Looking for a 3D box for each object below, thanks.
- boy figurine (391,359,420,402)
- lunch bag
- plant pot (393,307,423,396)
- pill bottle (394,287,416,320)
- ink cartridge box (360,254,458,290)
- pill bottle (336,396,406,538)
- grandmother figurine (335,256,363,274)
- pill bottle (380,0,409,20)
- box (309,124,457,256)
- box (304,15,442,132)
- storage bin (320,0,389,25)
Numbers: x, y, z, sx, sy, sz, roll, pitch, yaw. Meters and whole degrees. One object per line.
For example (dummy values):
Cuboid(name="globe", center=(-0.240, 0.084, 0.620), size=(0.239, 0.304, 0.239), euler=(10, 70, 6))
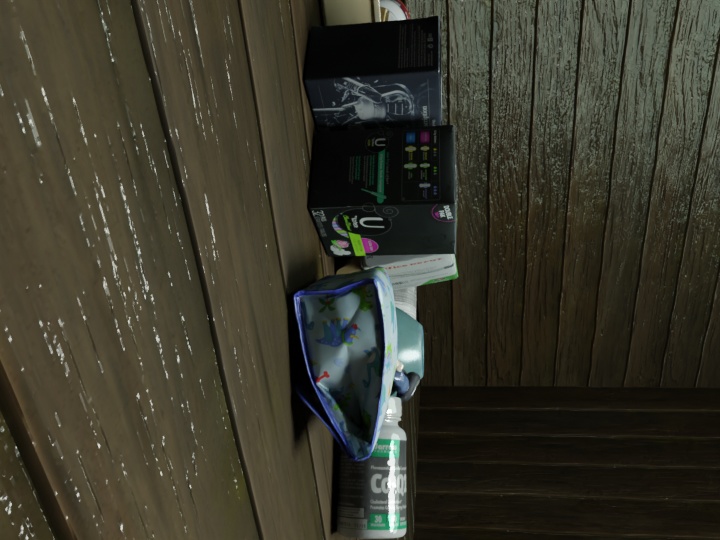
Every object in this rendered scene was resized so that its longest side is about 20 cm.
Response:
Cuboid(name="boy figurine", center=(0.013, 0.130, 1.003), size=(0.065, 0.123, 0.201), euler=(-51, 121, -22))
Cuboid(name="lunch bag", center=(-0.008, 0.108, 0.772), size=(0.170, 0.123, 0.206), euler=(-38, 117, -80))
Cuboid(name="plant pot", center=(0.052, 0.152, 1.161), size=(0.200, 0.130, 0.207), euler=(-1, 90, -82))
Cuboid(name="pill bottle", center=(0.067, 0.090, 1.345), size=(0.114, 0.110, 0.206), euler=(70, 21, -66))
Cuboid(name="ink cartridge box", center=(0.084, -0.033, 1.035), size=(0.200, 0.142, 0.086), euler=(47, 35, -74))
Cuboid(name="pill bottle", center=(0.018, 0.306, 0.973), size=(0.113, 0.109, 0.207), euler=(62, 28, -72))
Cuboid(name="grandmother figurine", center=(0.000, 0.000, 1.085), size=(0.201, 0.059, 0.125), euler=(-62, 159, -69))
Cuboid(name="pill bottle", center=(0.044, -0.497, 1.268), size=(0.201, 0.109, 0.116), euler=(-74, 161, -63))
Cuboid(name="box", center=(0.039, -0.107, 0.875), size=(0.149, 0.193, 0.128), euler=(72, 19, -65))
Cuboid(name="box", center=(0.028, -0.239, 0.885), size=(0.202, 0.176, 0.107), euler=(74, 18, -59))
Cuboid(name="storage bin", center=(-0.010, -0.470, 0.950), size=(0.201, 0.091, 0.204), euler=(-81, 167, -50))
